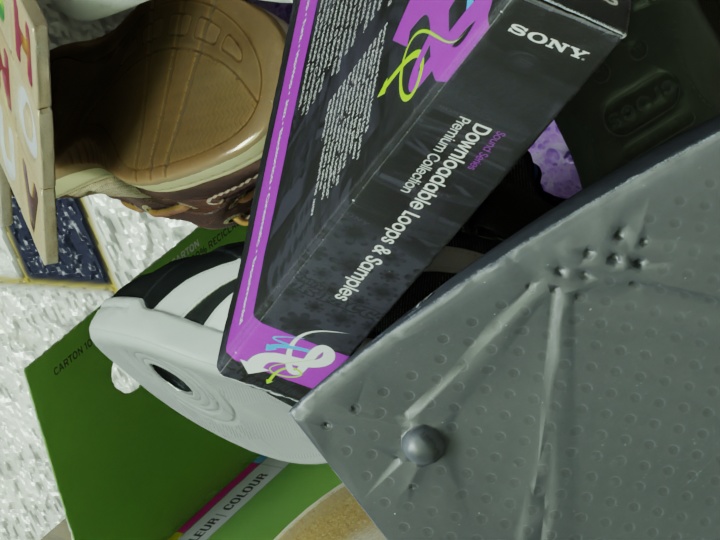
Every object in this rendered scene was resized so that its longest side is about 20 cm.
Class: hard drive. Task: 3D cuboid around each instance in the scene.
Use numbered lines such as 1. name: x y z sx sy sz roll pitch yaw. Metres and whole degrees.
1. hard drive: 0.096 0.028 0.772 0.199 0.042 0.135 -31 109 20

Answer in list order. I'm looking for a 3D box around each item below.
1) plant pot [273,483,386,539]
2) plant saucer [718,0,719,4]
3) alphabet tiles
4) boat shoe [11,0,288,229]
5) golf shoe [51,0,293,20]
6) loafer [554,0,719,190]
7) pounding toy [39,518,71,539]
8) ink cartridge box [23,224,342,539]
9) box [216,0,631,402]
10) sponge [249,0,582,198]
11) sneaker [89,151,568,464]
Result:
1. plant pot: 0.034 0.156 1.024 0.027 0.199 0.201 37 148 58
2. plant saucer: 0.047 -0.158 0.900 0.200 0.019 0.070 37 139 12
3. alphabet tiles: -0.139 -0.100 1.031 0.200 0.007 0.168 -119 24 -46
4. boat shoe: -0.059 -0.051 1.027 0.072 0.073 0.200 18 165 -30
5. golf shoe: -0.030 -0.112 0.913 0.199 0.073 0.092 -22 102 43
6. loafer: 0.103 -0.028 0.845 0.075 0.070 0.201 -23 80 27
7. pounding toy: -0.115 0.230 1.248 0.199 0.142 0.185 20 132 29
8. ink cartridge box: -0.029 0.090 1.058 0.075 0.148 0.201 9 126 38
9. box: 0.021 -0.070 0.778 0.036 0.144 0.200 20 146 -13
10. sponge: 0.022 -0.085 0.969 0.200 0.030 0.112 40 139 11
11. sneaker: 0.000 0.000 0.912 0.073 0.112 0.200 41 161 -30
